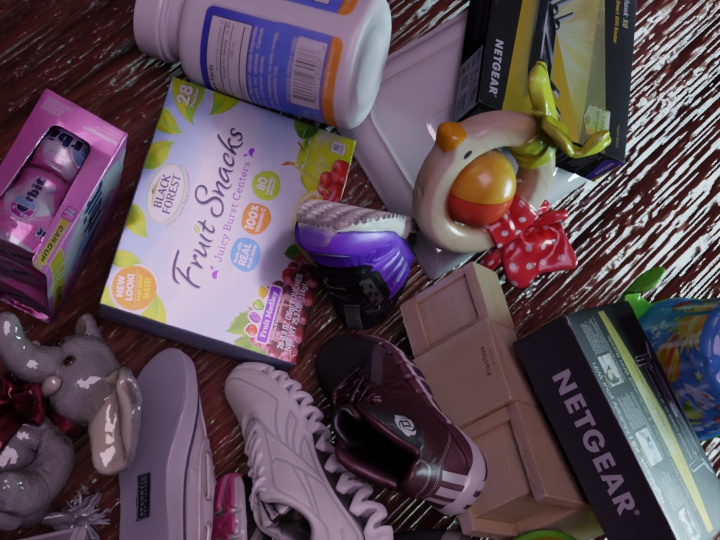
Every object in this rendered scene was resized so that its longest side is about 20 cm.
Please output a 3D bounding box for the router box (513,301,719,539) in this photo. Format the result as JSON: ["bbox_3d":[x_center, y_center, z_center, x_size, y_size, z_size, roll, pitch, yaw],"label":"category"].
[{"bbox_3d":[0.215,0.129,0.876,0.157,0.052,0.202,-3,65,-58],"label":"router box"}]

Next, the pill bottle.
[{"bbox_3d":[-0.083,-0.196,0.909,0.198,0.112,0.113,17,73,13],"label":"pill bottle"}]

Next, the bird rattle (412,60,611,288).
[{"bbox_3d":[0.113,-0.072,0.908,0.161,0.201,0.113,-7,49,-25],"label":"bird rattle"}]

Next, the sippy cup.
[{"bbox_3d":[0.315,0.081,0.967,0.175,0.130,0.142,13,75,-11],"label":"sippy cup"}]

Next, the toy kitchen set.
[{"bbox_3d":[0.104,0.137,0.933,0.180,0.162,0.202,22,45,-48],"label":"toy kitchen set"}]

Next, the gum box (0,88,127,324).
[{"bbox_3d":[-0.231,-0.041,0.809,0.066,0.200,0.115,27,71,-7],"label":"gum box"}]

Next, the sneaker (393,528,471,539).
[{"bbox_3d":[0.046,0.300,0.889,0.105,0.075,0.203,-1,103,27],"label":"sneaker"}]

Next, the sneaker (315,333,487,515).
[{"bbox_3d":[0.004,0.102,0.832,0.115,0.200,0.076,22,103,-47],"label":"sneaker"}]

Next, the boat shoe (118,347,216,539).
[{"bbox_3d":[-0.144,0.163,0.860,0.066,0.071,0.202,35,40,-49],"label":"boat shoe"}]

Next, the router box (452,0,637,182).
[{"bbox_3d":[0.174,-0.202,1.006,0.155,0.052,0.203,18,66,-20],"label":"router box"}]

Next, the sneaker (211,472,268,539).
[{"bbox_3d":[-0.072,0.260,0.858,0.087,0.074,0.202,2,65,-35],"label":"sneaker"}]

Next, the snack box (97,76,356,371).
[{"bbox_3d":[-0.110,-0.035,0.911,0.167,0.068,0.203,19,73,-10],"label":"snack box"}]

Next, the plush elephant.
[{"bbox_3d":[-0.240,0.104,0.803,0.199,0.164,0.156,29,85,-37],"label":"plush elephant"}]

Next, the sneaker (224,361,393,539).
[{"bbox_3d":[-0.058,0.154,0.849,0.080,0.076,0.200,-20,56,-31],"label":"sneaker"}]

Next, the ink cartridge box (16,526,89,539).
[{"bbox_3d":[-0.272,0.290,0.782,0.197,0.045,0.179,-12,106,1],"label":"ink cartridge box"}]

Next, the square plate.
[{"bbox_3d":[0.092,-0.126,1.005,0.197,0.028,0.201,-31,88,-18],"label":"square plate"}]

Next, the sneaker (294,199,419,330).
[{"bbox_3d":[0.001,0.000,0.879,0.069,0.200,0.101,11,93,20],"label":"sneaker"}]

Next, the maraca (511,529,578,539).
[{"bbox_3d":[0.156,0.303,0.848,0.136,0.107,0.202,-22,91,-21],"label":"maraca"}]
